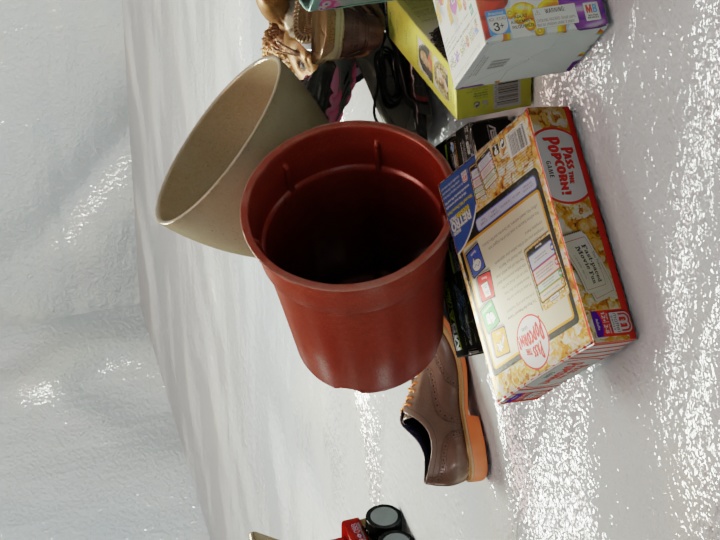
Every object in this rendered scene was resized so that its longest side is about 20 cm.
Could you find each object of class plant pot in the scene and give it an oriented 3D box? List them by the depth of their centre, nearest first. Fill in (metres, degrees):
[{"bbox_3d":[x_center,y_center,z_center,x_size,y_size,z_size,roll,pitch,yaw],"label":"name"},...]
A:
[{"bbox_3d":[0.000,0.000,1.688,0.196,0.198,0.202,80,171,-50],"label":"plant pot"}]

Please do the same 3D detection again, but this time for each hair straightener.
[{"bbox_3d":[0.035,-0.218,1.790,0.076,0.041,0.203,-6,96,41],"label":"hair straightener"}]

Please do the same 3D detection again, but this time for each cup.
[{"bbox_3d":[-0.090,-0.092,1.795,0.200,0.143,0.201,-44,24,26],"label":"cup"}]

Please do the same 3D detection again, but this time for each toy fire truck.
[{"bbox_3d":[-0.027,0.372,2.173,0.177,0.198,0.130,-119,23,-53],"label":"toy fire truck"}]

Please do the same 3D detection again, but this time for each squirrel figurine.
[{"bbox_3d":[-0.061,-0.291,2.063,0.200,0.140,0.188,79,168,-80],"label":"squirrel figurine"}]

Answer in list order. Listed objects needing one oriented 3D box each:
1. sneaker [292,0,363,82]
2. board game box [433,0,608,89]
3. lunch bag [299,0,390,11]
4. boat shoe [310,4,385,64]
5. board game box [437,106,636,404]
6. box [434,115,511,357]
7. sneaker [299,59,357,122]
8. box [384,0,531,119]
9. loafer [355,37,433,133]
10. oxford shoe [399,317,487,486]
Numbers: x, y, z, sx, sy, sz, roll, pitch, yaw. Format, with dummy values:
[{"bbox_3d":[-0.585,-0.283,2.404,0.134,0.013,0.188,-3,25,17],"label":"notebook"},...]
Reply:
[{"bbox_3d":[-0.013,-0.293,1.929,0.108,0.069,0.202,44,-134,-42],"label":"sneaker"},{"bbox_3d":[0.108,-0.259,1.395,0.105,0.102,0.202,130,129,-72],"label":"board game box"},{"bbox_3d":[0.020,-0.329,1.560,0.122,0.169,0.202,35,134,57],"label":"lunch bag"},{"bbox_3d":[-0.010,-0.235,1.737,0.200,0.071,0.073,-123,34,-80],"label":"boat shoe"},{"bbox_3d":[0.140,-0.010,1.473,0.151,0.046,0.202,-39,61,55],"label":"board game box"},{"bbox_3d":[0.112,-0.026,1.663,0.193,0.047,0.203,146,113,-78],"label":"box"},{"bbox_3d":[-0.068,-0.165,1.888,0.079,0.095,0.201,-59,-3,-42],"label":"sneaker"},{"bbox_3d":[0.084,-0.202,1.598,0.200,0.074,0.051,-123,25,-56],"label":"box"},{"bbox_3d":[0.023,-0.221,1.849,0.063,0.071,0.202,107,148,-76],"label":"loafer"},{"bbox_3d":[0.073,0.125,1.862,0.071,0.072,0.202,108,149,-63],"label":"oxford shoe"}]
